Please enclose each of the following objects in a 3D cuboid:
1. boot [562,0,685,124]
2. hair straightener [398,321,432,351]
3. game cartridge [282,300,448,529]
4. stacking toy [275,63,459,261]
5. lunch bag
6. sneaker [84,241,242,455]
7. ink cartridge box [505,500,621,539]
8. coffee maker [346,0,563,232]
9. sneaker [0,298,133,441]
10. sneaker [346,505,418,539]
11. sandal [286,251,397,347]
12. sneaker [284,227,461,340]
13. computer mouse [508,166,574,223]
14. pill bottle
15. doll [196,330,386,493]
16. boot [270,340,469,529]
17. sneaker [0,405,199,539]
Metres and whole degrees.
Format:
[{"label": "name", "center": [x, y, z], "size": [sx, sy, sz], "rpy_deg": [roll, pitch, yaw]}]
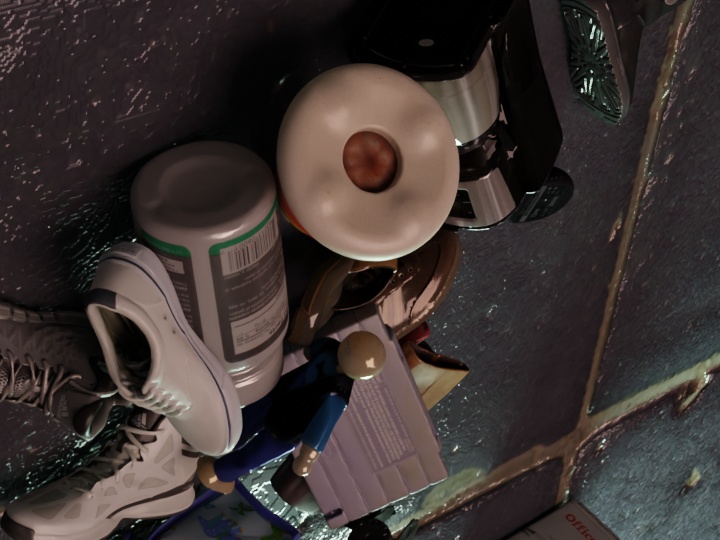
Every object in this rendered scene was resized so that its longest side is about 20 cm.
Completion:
[{"label": "boot", "center": [0.284, -0.251, 1.446], "size": [0.200, 0.066, 0.165], "rpy_deg": [-41, 144, -18]}, {"label": "hair straightener", "center": [-0.012, 0.123, 1.485], "size": [0.199, 0.041, 0.077], "rpy_deg": [-35, 141, -18]}, {"label": "game cartridge", "center": [-0.007, 0.131, 1.396], "size": [0.129, 0.038, 0.201], "rpy_deg": [-26, 121, -4]}, {"label": "stacking toy", "center": [-0.024, -0.071, 1.214], "size": [0.145, 0.200, 0.148], "rpy_deg": [3, 82, -23]}, {"label": "lunch bag", "center": [-0.161, 0.318, 1.437], "size": [0.200, 0.127, 0.171], "rpy_deg": [-35, 142, -33]}, {"label": "sneaker", "center": [-0.155, 0.075, 1.172], "size": [0.201, 0.073, 0.071], "rpy_deg": [63, 39, -31]}, {"label": "ink cartridge box", "center": [0.230, 0.387, 1.874], "size": [0.199, 0.146, 0.085], "rpy_deg": [-26, 139, -26]}, {"label": "coffee maker", "center": [0.102, -0.160, 1.276], "size": [0.192, 0.135, 0.201], "rpy_deg": [-40, 143, -13]}, {"label": "sneaker", "center": [-0.247, 0.078, 1.146], "size": [0.199, 0.115, 0.075], "rpy_deg": [0, 123, -46]}, {"label": "sneaker", "center": [-0.006, 0.315, 1.516], "size": [0.201, 0.060, 0.104], "rpy_deg": [-59, 165, -17]}, {"label": "sandal", "center": [0.000, 0.000, 1.328], "size": [0.200, 0.054, 0.082], "rpy_deg": [-55, 168, -48]}, {"label": "sneaker", "center": [0.010, 0.027, 1.400], "size": [0.200, 0.070, 0.076], "rpy_deg": [-47, 144, -3]}, {"label": "computer mouse", "center": [0.123, -0.074, 1.465], "size": [0.199, 0.034, 0.059], "rpy_deg": [-4, 141, -37]}, {"label": "pill bottle", "center": [-0.114, 0.008, 1.222], "size": [0.113, 0.113, 0.201], "rpy_deg": [-28, 139, -25]}, {"label": "doll", "center": [-0.053, 0.115, 1.280], "size": [0.200, 0.137, 0.048], "rpy_deg": [-37, 123, 27]}, {"label": "boot", "center": [0.026, 0.154, 1.508], "size": [0.200, 0.069, 0.188], "rpy_deg": [-47, 143, 10]}, {"label": "sneaker", "center": [-0.213, 0.158, 1.303], "size": [0.200, 0.075, 0.116], "rpy_deg": [-12, 121, -49]}]
